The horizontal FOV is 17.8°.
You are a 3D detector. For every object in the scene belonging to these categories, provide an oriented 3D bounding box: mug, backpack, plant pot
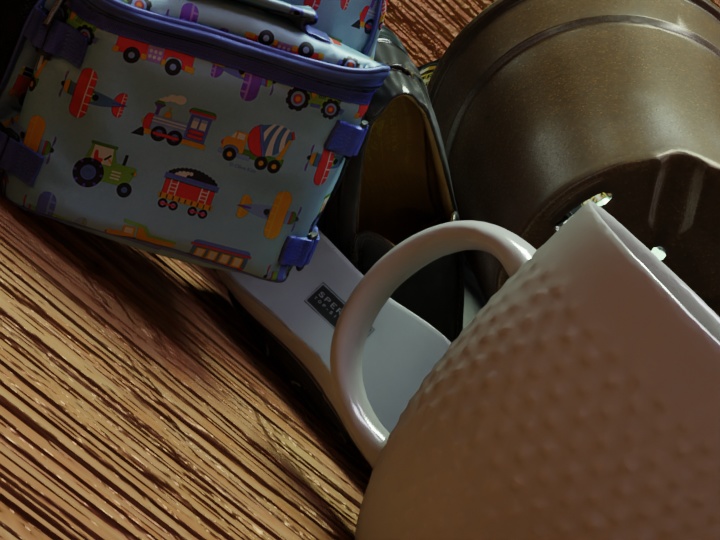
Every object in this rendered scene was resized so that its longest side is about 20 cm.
[{"bbox_3d":[0.072,0.067,0.982,0.200,0.175,0.148,47,8,20],"label":"mug"},{"bbox_3d":[-0.067,-0.118,1.018,0.182,0.201,0.135,21,18,-22],"label":"backpack"},{"bbox_3d":[0.134,-0.029,1.181,0.200,0.200,0.199,41,17,-19],"label":"plant pot"}]

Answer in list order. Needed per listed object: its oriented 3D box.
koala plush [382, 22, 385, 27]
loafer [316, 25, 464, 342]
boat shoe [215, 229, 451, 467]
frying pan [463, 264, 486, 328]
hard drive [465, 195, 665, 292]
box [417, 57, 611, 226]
[{"bbox_3d":[-0.055,-0.124,1.196,0.177,0.184,0.200,29,-13,49],"label":"koala plush"},{"bbox_3d":[0.016,-0.020,1.139,0.072,0.072,0.201,-128,-161,-57],"label":"loafer"},{"bbox_3d":[-0.001,0.051,1.122,0.200,0.070,0.066,43,-17,16],"label":"boat shoe"},{"bbox_3d":[0.000,0.017,1.310,0.188,0.116,0.031,8,-30,-3],"label":"frying pan"},{"bbox_3d":[0.128,0.049,1.366,0.140,0.199,0.038,46,-33,17],"label":"hard drive"},{"bbox_3d":[0.049,-0.056,1.501,0.159,0.046,0.199,40,-34,-26],"label":"box"}]
